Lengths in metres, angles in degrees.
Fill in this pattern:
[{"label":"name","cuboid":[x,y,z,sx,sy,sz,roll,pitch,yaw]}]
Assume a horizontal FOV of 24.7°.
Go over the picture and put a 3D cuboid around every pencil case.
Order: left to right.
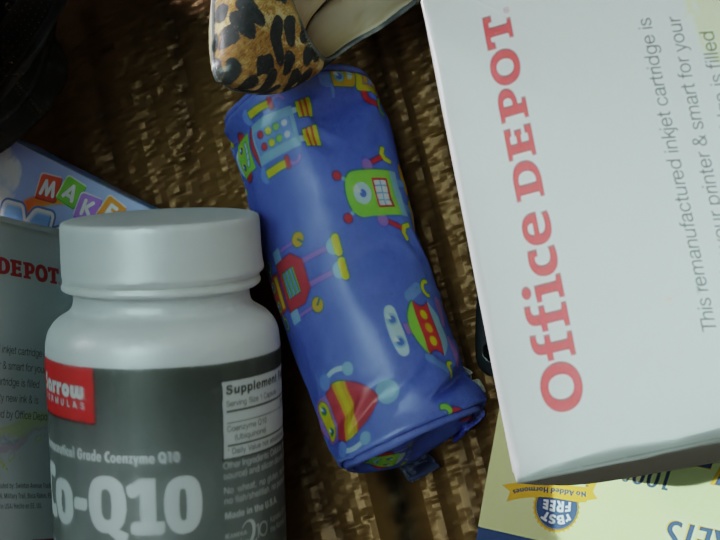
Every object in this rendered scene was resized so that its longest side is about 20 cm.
[{"label":"pencil case","cuboid":[0.000,0.000,0.800,0.078,0.086,0.202,-43,62,56]}]

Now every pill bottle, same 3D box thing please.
[{"label":"pill bottle","cuboid":[-0.093,0.075,0.786,0.113,0.114,0.203,1,97,22]}]

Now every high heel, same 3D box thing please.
[{"label":"high heel","cuboid":[0.013,-0.142,0.761,0.141,0.200,0.072,-10,115,24]}]

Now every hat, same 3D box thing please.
[{"label":"hat","cuboid":[-0.213,-0.115,0.893,0.199,0.081,0.202,-18,50,22]}]

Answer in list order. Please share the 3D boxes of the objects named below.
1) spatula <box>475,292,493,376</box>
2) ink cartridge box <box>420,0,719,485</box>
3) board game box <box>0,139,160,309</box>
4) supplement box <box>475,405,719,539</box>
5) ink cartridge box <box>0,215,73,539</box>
[{"label":"spatula","cuboid":[0.071,-0.049,0.808,0.056,0.021,0.203,3,85,21]},{"label":"ink cartridge box","cuboid":[0.140,-0.026,0.492,0.198,0.144,0.149,-13,78,18]},{"label":"board game box","cuboid":[-0.168,0.049,0.885,0.150,0.037,0.202,25,92,24]},{"label":"supplement box","cuboid":[0.150,0.041,0.666,0.133,0.199,0.202,9,86,22]},{"label":"ink cartridge box","cuboid":[-0.207,0.077,0.799,0.082,0.145,0.202,-8,80,24]}]
